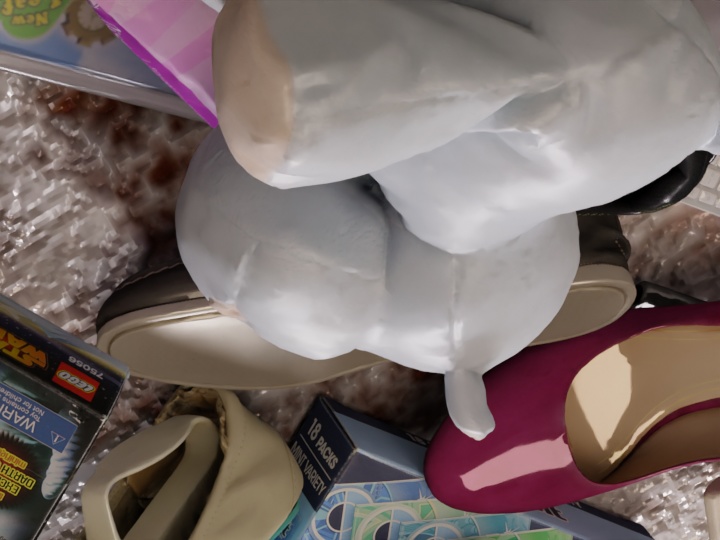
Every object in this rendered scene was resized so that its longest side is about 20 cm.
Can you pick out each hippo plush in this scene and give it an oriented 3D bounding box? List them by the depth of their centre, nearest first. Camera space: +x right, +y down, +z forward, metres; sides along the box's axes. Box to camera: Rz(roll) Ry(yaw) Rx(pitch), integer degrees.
[{"bbox_3d":[0.026,-0.052,0.709,0.199,0.160,0.161,7,146,-10],"label":"hippo plush"}]

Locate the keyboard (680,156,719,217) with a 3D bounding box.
[{"bbox_3d":[0.124,-0.054,0.922,0.199,0.011,0.056,18,109,-30],"label":"keyboard"}]

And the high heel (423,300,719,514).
[{"bbox_3d":[0.123,0.045,0.898,0.199,0.096,0.068,-25,106,-16],"label":"high heel"}]

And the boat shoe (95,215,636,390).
[{"bbox_3d":[0.000,0.000,0.879,0.199,0.057,0.067,-5,150,-16],"label":"boat shoe"}]

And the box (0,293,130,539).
[{"bbox_3d":[-0.187,0.039,0.727,0.199,0.040,0.137,30,113,-5],"label":"box"}]

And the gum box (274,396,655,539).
[{"bbox_3d":[0.007,0.167,0.970,0.169,0.045,0.201,24,104,-31],"label":"gum box"}]

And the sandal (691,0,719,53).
[{"bbox_3d":[0.111,-0.099,0.769,0.206,0.059,0.079,-35,90,20],"label":"sandal"}]

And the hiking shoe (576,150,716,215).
[{"bbox_3d":[0.104,-0.061,0.841,0.199,0.101,0.076,-27,134,-9],"label":"hiking shoe"}]

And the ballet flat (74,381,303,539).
[{"bbox_3d":[-0.090,0.109,0.841,0.200,0.069,0.070,-52,136,-41],"label":"ballet flat"}]

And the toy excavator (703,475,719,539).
[{"bbox_3d":[0.082,0.150,0.897,0.199,0.195,0.100,-5,121,11],"label":"toy excavator"}]

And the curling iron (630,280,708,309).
[{"bbox_3d":[0.184,0.050,0.993,0.200,0.026,0.050,28,101,-32],"label":"curling iron"}]

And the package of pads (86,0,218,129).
[{"bbox_3d":[0.008,-0.132,0.763,0.200,0.076,0.120,-44,122,4],"label":"package of pads"}]

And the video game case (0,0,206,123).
[{"bbox_3d":[-0.077,-0.145,0.780,0.199,0.022,0.183,13,111,-28],"label":"video game case"}]
